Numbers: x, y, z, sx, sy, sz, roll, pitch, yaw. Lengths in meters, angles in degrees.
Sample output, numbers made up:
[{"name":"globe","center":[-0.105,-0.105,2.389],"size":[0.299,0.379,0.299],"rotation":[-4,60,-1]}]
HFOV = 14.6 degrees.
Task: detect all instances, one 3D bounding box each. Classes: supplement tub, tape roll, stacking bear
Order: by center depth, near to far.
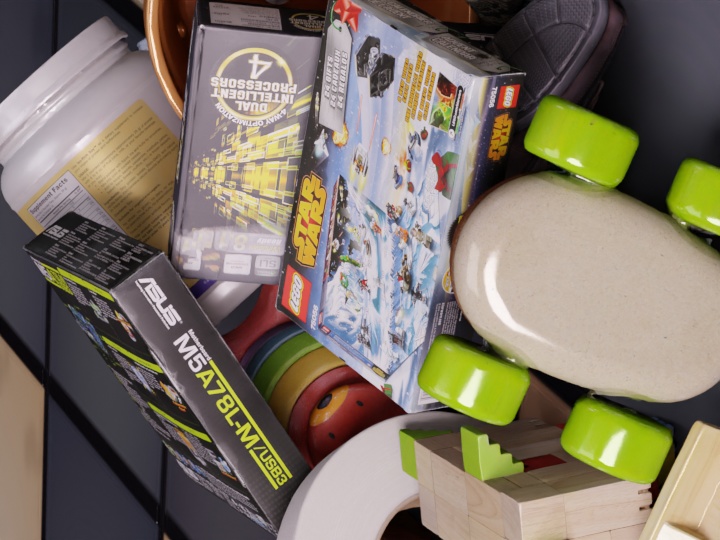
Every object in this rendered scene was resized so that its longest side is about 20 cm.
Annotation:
[{"name":"tape roll","center":[0.048,0.181,1.608],"size":[0.037,0.203,0.203],"rotation":[-41,62,60]},{"name":"stacking bear","center":[-0.017,0.091,1.791],"size":[0.114,0.121,0.200],"rotation":[50,173,-26]},{"name":"supplement tub","center":[-0.146,-0.054,1.860],"size":[0.200,0.145,0.145],"rotation":[48,151,-3]}]

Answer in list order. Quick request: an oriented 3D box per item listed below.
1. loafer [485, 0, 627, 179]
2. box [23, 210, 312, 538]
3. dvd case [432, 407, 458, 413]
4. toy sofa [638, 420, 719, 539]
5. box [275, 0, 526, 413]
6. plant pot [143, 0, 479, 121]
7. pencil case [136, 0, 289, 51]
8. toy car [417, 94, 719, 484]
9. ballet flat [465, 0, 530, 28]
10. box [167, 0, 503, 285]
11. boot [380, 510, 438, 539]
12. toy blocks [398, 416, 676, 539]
[{"name":"loafer","center":[0.087,-0.079,1.578],"size":[0.200,0.063,0.072],"rotation":[-49,41,25]},{"name":"box","center":[-0.113,0.061,1.702],"size":[0.193,0.048,0.200],"rotation":[58,166,-18]},{"name":"dvd case","center":[0.000,0.000,1.772],"size":[0.200,0.018,0.143],"rotation":[59,179,37]},{"name":"toy sofa","center":[0.235,0.154,1.379],"size":[0.200,0.098,0.083],"rotation":[35,104,56]},{"name":"box","center":[0.019,-0.041,1.542],"size":[0.137,0.040,0.200],"rotation":[37,125,45]},{"name":"plant pot","center":[-0.040,-0.163,1.706],"size":[0.140,0.200,0.200],"rotation":[-133,39,-73]},{"name":"pencil case","center":[-0.078,-0.148,1.881],"size":[0.091,0.083,0.200],"rotation":[48,158,-16]},{"name":"toy car","center":[0.115,0.001,1.497],"size":[0.200,0.158,0.164],"rotation":[-125,59,-80]},{"name":"ballet flat","center":[0.080,-0.200,1.561],"size":[0.200,0.075,0.068],"rotation":[-53,51,56]},{"name":"box","center":[-0.006,-0.069,1.629],"size":[0.049,0.200,0.161],"rotation":[-101,18,-61]},{"name":"boot","center":[-0.006,0.165,1.745],"size":[0.200,0.188,0.069],"rotation":[35,111,54]},{"name":"toy blocks","center":[0.121,0.121,1.530],"size":[0.200,0.137,0.100],"rotation":[-155,58,-67]}]
